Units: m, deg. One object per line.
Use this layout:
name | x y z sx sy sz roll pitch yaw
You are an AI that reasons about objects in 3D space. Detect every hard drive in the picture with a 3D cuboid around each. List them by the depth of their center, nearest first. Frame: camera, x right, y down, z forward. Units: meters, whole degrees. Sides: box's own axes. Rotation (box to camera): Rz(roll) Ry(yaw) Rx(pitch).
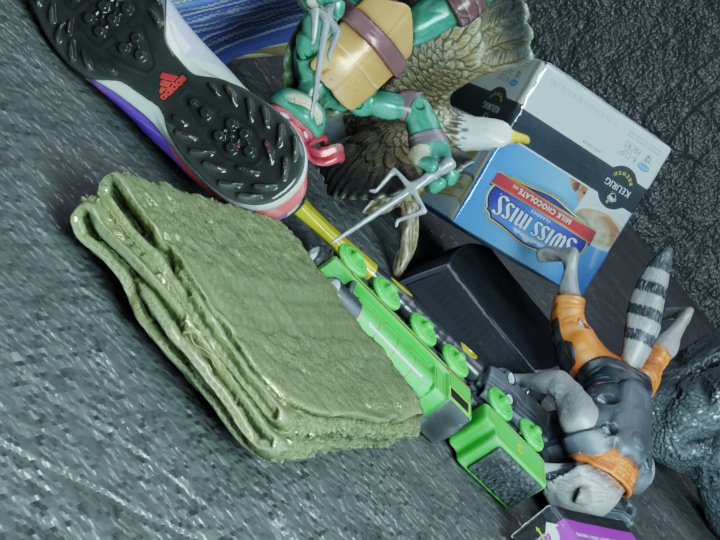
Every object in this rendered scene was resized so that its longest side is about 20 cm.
hard drive | 0.099 0.038 1.106 0.135 0.042 0.200 51 13 6

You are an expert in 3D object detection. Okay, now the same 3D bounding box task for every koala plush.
koala plush | 0.339 0.171 1.342 0.177 0.184 0.200 -125 -168 -77

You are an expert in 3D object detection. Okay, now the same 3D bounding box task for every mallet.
mallet | 0.000 0.000 0.878 0.200 0.041 0.066 45 16 -9

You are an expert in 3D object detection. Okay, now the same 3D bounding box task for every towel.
towel | -0.046 0.025 0.693 0.148 0.036 0.200 53 14 15
towel | -0.064 -0.157 0.931 0.200 0.145 0.024 -19 96 -76

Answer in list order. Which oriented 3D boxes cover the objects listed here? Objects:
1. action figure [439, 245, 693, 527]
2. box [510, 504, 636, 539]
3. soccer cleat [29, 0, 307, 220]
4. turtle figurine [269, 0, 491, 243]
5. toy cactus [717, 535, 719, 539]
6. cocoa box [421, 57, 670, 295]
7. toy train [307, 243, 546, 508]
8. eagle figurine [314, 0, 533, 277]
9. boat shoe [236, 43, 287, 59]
action figure | 0.140 0.069 0.963 0.200 0.105 0.194 33 52 -27
box | 0.174 0.227 0.850 0.200 0.036 0.143 55 13 26
soccer cleat | -0.105 -0.101 0.805 0.200 0.068 0.073 45 -10 10
turtle figurine | 0.008 -0.125 0.827 0.101 0.200 0.150 32 -8 48
toy cactus | 0.263 0.233 0.900 0.165 0.102 0.200 77 -11 -62
cocoa box | 0.110 -0.087 1.148 0.133 0.131 0.200 29 4 -27
toy train | 0.037 0.062 0.854 0.200 0.042 0.056 44 25 -23
eagle figurine | 0.038 -0.101 0.972 0.200 0.151 0.152 72 -4 -76
boat shoe | -0.011 -0.164 1.081 0.072 0.200 0.065 -169 -110 -72
